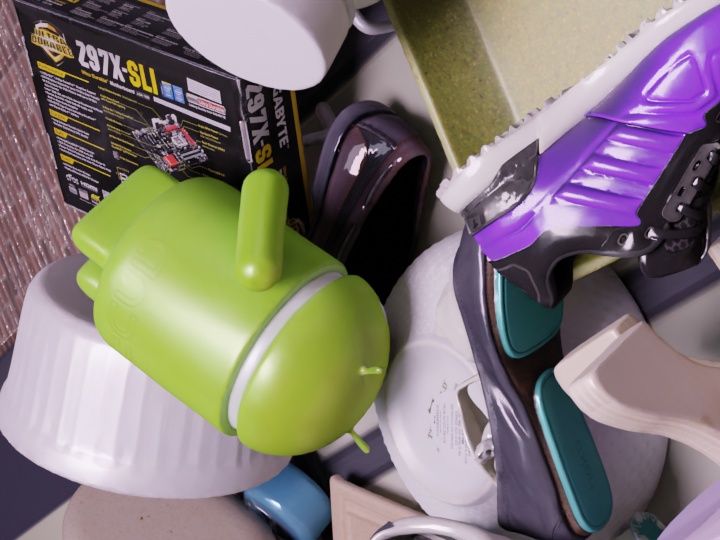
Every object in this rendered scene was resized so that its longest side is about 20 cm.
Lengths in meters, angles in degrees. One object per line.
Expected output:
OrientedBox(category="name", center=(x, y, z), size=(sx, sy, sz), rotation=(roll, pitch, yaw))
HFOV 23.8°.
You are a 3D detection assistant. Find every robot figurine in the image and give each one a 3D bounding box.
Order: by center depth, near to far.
OrientedBox(category="robot figurine", center=(-0.069, 0.026, 0.968), size=(0.200, 0.116, 0.176), rotation=(34, 147, 19))

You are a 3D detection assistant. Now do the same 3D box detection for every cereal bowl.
OrientedBox(category="cereal bowl", center=(0.073, 0.074, 0.969), size=(0.200, 0.083, 0.201), rotation=(19, 116, 46))

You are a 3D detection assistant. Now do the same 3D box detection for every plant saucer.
OrientedBox(category="plant saucer", center=(0.120, -0.109, 0.865), size=(0.199, 0.048, 0.201), rotation=(-29, 81, 44))

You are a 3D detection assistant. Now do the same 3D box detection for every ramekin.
OrientedBox(category="ramekin", center=(-0.135, 0.060, 1.128), size=(0.200, 0.200, 0.098), rotation=(29, 115, 41))

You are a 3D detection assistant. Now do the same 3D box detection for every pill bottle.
OrientedBox(category="pill bottle", center=(-0.019, -0.199, 0.881), size=(0.114, 0.201, 0.114), rotation=(21, 158, 9))

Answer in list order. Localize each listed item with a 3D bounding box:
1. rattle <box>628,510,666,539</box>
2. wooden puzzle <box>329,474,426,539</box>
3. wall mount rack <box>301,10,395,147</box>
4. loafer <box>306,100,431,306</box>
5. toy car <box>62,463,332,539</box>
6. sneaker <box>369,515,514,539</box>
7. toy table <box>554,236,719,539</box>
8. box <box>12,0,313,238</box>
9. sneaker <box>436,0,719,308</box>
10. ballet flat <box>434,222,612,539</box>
OrientedBox(category="rattle", center=(0.219, 0.208, 0.876), size=(0.201, 0.142, 0.131), rotation=(-94, -18, -51))
OrientedBox(category="wooden puzzle", center=(0.049, 0.240, 1.097), size=(0.200, 0.037, 0.186), rotation=(19, 117, 50))
OrientedBox(category="wall mount rack", center=(-0.050, -0.178, 1.043), size=(0.174, 0.074, 0.200), rotation=(56, 138, 15))
OrientedBox(category="loafer", center=(0.000, 0.000, 1.038), size=(0.063, 0.072, 0.201), rotation=(35, 124, 44))
OrientedBox(category="toy car", center=(-0.111, 0.234, 1.215), size=(0.176, 0.185, 0.200), rotation=(28, 156, 32))
OrientedBox(category="sneaker", center=(0.087, 0.171, 0.838), size=(0.199, 0.071, 0.073), rotation=(11, 87, 37))
OrientedBox(category="toy table", center=(0.177, 0.052, 0.778), size=(0.117, 0.184, 0.200), rotation=(51, 126, 2))
OrientedBox(category="box", center=(-0.121, -0.086, 1.064), size=(0.199, 0.049, 0.160), rotation=(23, 134, 34))
OrientedBox(category="sneaker", center=(0.138, -0.053, 0.770), size=(0.200, 0.069, 0.100), rotation=(-36, 82, 26))
OrientedBox(category="ballet flat", center=(0.073, 0.045, 0.869), size=(0.073, 0.073, 0.201), rotation=(-3, 105, 50))
